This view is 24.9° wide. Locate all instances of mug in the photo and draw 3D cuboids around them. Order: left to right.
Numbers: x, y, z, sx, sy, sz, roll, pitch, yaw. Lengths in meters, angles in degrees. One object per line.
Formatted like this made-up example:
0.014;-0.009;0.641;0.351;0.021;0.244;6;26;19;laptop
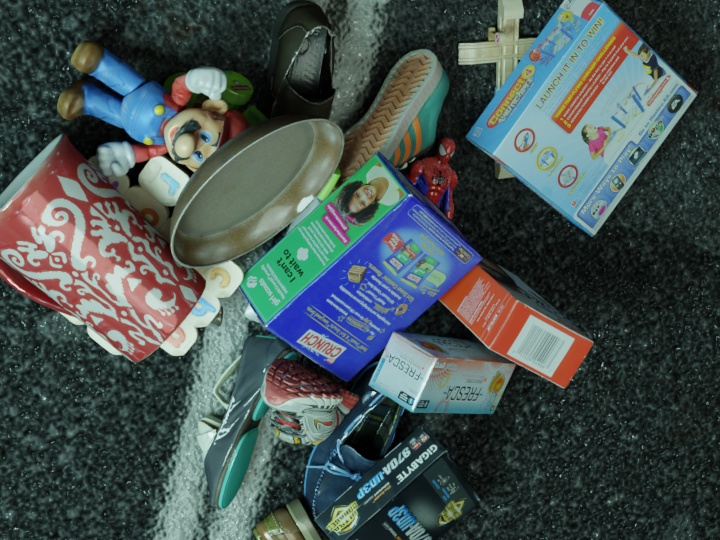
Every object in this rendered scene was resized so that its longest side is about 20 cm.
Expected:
-0.263;-0.016;1.591;0.200;0.177;0.134;43;75;-14;mug

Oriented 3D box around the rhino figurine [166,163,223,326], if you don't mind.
-0.183;-0.042;1.673;0.087;0.060;0.201;1;107;-3;rhino figurine

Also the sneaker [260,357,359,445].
-0.059;0.149;1.727;0.082;0.078;0.200;-58;160;-1;sneaker

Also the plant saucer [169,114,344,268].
-0.104;-0.081;1.547;0.200;0.032;0.200;-35;160;-15;plant saucer

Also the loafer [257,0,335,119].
-0.064;-0.172;1.668;0.073;0.071;0.201;-4;111;-20;loafer

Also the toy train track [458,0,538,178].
0.164;-0.195;1.773;0.114;0.033;0.201;-8;112;-19;toy train track

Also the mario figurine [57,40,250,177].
-0.195;-0.144;1.561;0.199;0.124;0.106;25;60;8;mario figurine

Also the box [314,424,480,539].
0.046;0.267;1.828;0.159;0.046;0.200;-40;152;-5;box

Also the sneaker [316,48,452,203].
0.034;-0.132;1.710;0.200;0.071;0.080;-53;138;-11;sneaker

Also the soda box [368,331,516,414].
0.093;0.114;1.784;0.200;0.063;0.069;11;106;-59;soda box

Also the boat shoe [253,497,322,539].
-0.057;0.354;1.866;0.068;0.072;0.200;-29;107;-5;boat shoe

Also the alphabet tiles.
-0.223;-0.015;1.646;0.195;0.015;0.200;38;105;-3;alphabet tiles

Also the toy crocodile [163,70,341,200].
-0.110;-0.136;1.637;0.200;0.062;0.068;36;124;1;toy crocodile

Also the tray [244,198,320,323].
-0.036;-0.019;1.753;0.107;0.022;0.200;23;99;-36;tray

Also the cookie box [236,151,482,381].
0.000;0.000;1.682;0.200;0.075;0.171;-42;143;7;cookie box

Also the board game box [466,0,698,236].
0.244;-0.169;1.780;0.196;0.056;0.200;34;93;-39;board game box

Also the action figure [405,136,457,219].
0.066;-0.049;1.780;0.065;0.052;0.201;12;101;-20;action figure

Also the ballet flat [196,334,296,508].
-0.135;0.158;1.766;0.073;0.073;0.201;18;103;-26;ballet flat

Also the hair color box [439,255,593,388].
0.155;0.042;1.759;0.111;0.200;0.064;27;98;-27;hair color box

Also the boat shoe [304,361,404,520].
-0.008;0.198;1.824;0.084;0.069;0.201;14;103;-25;boat shoe
